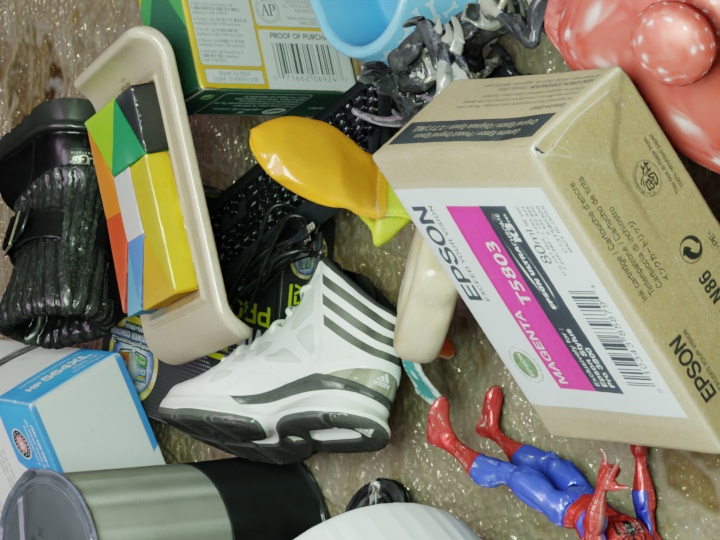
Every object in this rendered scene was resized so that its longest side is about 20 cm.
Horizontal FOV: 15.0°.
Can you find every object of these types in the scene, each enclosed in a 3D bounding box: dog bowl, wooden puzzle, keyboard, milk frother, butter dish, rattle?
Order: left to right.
[{"bbox_3d":[-0.133,-0.041,1.720,0.185,0.037,0.200,157,97,-70],"label":"wooden puzzle"},{"bbox_3d":[-0.092,0.178,1.731,0.200,0.188,0.181,-51,55,38],"label":"milk frother"},{"bbox_3d":[-0.054,-0.044,1.717,0.200,0.040,0.104,-39,45,37],"label":"keyboard"},{"bbox_3d":[0.000,0.000,1.592,0.200,0.143,0.130,114,153,-70],"label":"rattle"},{"bbox_3d":[0.002,-0.212,1.669,0.111,0.050,0.200,-43,59,43],"label":"dog bowl"},{"bbox_3d":[0.183,-0.131,1.385,0.199,0.148,0.200,38,123,14],"label":"butter dish"}]

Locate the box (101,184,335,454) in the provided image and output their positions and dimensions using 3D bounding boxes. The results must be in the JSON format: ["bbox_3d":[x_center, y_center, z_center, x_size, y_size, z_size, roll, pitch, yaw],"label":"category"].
[{"bbox_3d":[-0.100,0.028,1.846,0.200,0.044,0.161,16,103,49],"label":"box"}]

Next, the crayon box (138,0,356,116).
[{"bbox_3d":[-0.083,-0.199,1.754,0.052,0.126,0.200,-26,71,48],"label":"crayon box"}]

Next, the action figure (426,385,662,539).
[{"bbox_3d":[0.121,0.109,1.563,0.200,0.065,0.099,41,131,42],"label":"action figure"}]

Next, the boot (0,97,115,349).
[{"bbox_3d":[-0.214,-0.020,1.897,0.211,0.079,0.158,136,136,-73],"label":"boot"}]

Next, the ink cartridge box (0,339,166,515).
[{"bbox_3d":[-0.228,0.130,1.932,0.200,0.084,0.146,5,122,52],"label":"ink cartridge box"}]

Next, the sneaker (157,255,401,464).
[{"bbox_3d":[-0.041,0.055,1.725,0.200,0.076,0.116,-6,60,47],"label":"sneaker"}]

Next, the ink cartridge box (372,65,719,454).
[{"bbox_3d":[0.118,-0.004,1.438,0.200,0.075,0.165,56,156,-17],"label":"ink cartridge box"}]

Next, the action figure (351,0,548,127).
[{"bbox_3d":[0.079,-0.115,1.571,0.200,0.119,0.102,-39,57,38],"label":"action figure"}]

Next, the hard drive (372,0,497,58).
[{"bbox_3d":[0.057,-0.202,1.661,0.200,0.027,0.132,-57,51,35],"label":"hard drive"}]

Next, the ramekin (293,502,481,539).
[{"bbox_3d":[0.013,0.231,1.604,0.098,0.200,0.201,53,130,45],"label":"ramekin"}]
